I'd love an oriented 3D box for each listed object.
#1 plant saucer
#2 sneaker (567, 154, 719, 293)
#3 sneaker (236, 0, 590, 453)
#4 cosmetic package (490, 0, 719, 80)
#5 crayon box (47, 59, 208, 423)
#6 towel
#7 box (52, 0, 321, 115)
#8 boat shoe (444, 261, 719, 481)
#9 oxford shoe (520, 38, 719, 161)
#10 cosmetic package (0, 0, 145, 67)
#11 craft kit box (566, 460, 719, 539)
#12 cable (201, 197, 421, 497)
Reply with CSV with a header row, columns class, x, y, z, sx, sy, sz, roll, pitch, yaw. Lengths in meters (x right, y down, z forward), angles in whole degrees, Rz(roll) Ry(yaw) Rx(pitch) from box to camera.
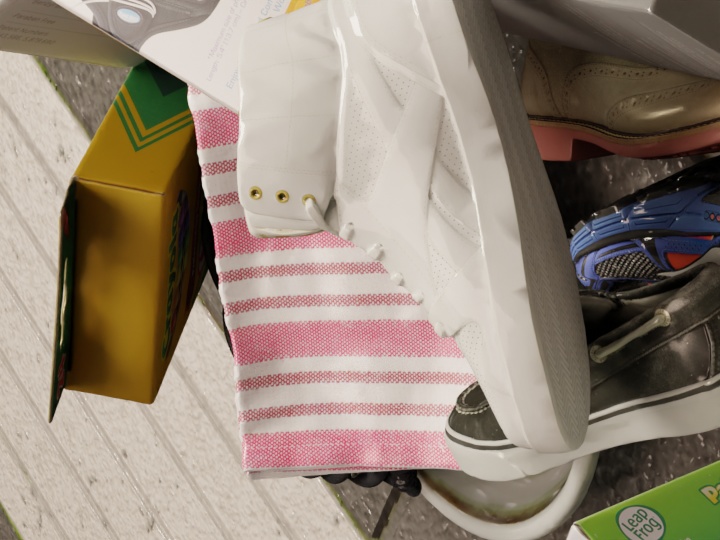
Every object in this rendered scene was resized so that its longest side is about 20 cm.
class,x,y,z,sx,sy,sz,roll,pitch,yaw
plant saucer,0.065,0.031,1.150,0.200,0.050,0.201,30,128,48
sneaker,0.157,-0.006,0.972,0.200,0.075,0.079,-13,97,60
sneaker,0.016,-0.015,0.926,0.115,0.074,0.201,-17,88,19
cosmetic package,0.097,-0.147,0.950,0.200,0.090,0.107,24,89,55
crayon box,-0.111,-0.022,1.204,0.200,0.050,0.128,-73,-9,-57
towel,0.000,0.000,1.087,0.145,0.030,0.201,-3,105,18
box,-0.082,-0.156,0.999,0.199,0.041,0.120,33,105,22
boat shoe,0.096,0.037,0.990,0.200,0.071,0.064,-21,108,52
oxford shoe,0.128,-0.086,0.982,0.200,0.070,0.075,1,100,56
cosmetic package,-0.111,-0.221,1.124,0.199,0.165,0.166,-30,77,23
craft kit box,0.204,0.139,0.845,0.198,0.199,0.049,52,144,30
cable,-0.024,0.014,1.182,0.163,0.051,0.201,24,132,53
